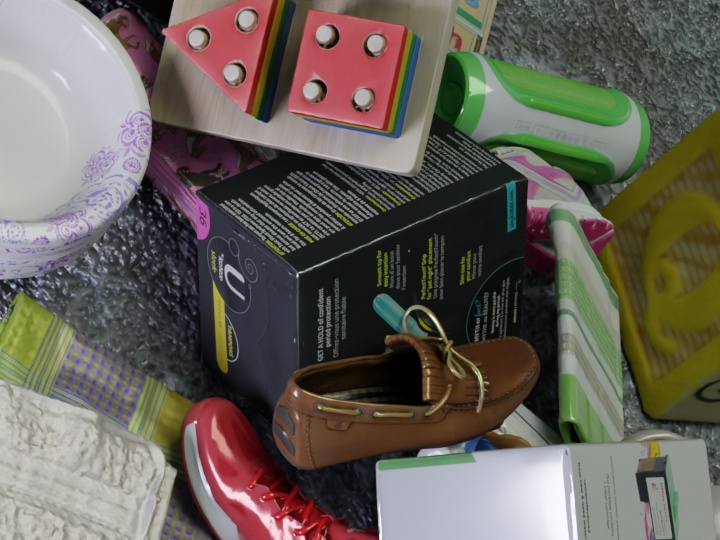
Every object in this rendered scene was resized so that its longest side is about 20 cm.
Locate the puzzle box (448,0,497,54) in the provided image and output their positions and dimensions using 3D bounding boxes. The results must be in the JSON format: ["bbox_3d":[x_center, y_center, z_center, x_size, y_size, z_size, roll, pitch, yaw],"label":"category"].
[{"bbox_3d":[0.025,-0.245,1.880,0.199,0.025,0.134,31,45,-17],"label":"puzzle box"}]

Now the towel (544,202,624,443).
[{"bbox_3d":[0.173,0.068,1.722,0.149,0.030,0.201,56,29,-48],"label":"towel"}]

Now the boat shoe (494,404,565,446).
[{"bbox_3d":[0.073,0.116,1.631,0.200,0.071,0.070,41,40,-17],"label":"boat shoe"}]

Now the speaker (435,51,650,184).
[{"bbox_3d":[0.145,-0.126,1.845,0.199,0.088,0.089,11,54,-34],"label":"speaker"}]

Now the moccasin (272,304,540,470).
[{"bbox_3d":[0.034,0.073,1.470,0.200,0.078,0.074,-7,39,-26],"label":"moccasin"}]

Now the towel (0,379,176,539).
[{"bbox_3d":[-0.215,0.142,1.383,0.199,0.034,0.134,22,62,-21],"label":"towel"}]

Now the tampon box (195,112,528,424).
[{"bbox_3d":[0.000,0.000,1.533,0.199,0.151,0.126,-23,41,-30],"label":"tampon box"}]

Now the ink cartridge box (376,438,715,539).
[{"bbox_3d":[0.124,0.156,1.432,0.199,0.144,0.085,5,79,-56],"label":"ink cartridge box"}]

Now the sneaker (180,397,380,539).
[{"bbox_3d":[-0.033,0.162,1.454,0.078,0.115,0.201,-30,92,-53],"label":"sneaker"}]

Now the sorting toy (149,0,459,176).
[{"bbox_3d":[-0.039,-0.184,1.490,0.070,0.197,0.202,20,83,-73],"label":"sorting toy"}]

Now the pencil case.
[{"bbox_3d":[-0.135,-0.096,1.596,0.083,0.087,0.200,-42,89,-9],"label":"pencil case"}]

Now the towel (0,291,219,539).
[{"bbox_3d":[-0.169,0.114,1.469,0.199,0.023,0.144,34,45,-14],"label":"towel"}]

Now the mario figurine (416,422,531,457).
[{"bbox_3d":[0.070,0.188,1.520,0.123,0.106,0.201,31,61,-8],"label":"mario figurine"}]

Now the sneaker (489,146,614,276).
[{"bbox_3d":[0.109,-0.055,1.774,0.199,0.081,0.089,14,36,-42],"label":"sneaker"}]

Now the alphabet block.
[{"bbox_3d":[0.339,0.003,1.832,0.199,0.195,0.198,7,54,-36],"label":"alphabet block"}]

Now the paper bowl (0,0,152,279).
[{"bbox_3d":[-0.248,-0.090,1.481,0.199,0.104,0.202,12,62,-24],"label":"paper bowl"}]

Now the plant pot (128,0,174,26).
[{"bbox_3d":[-0.071,-0.268,1.658,0.199,0.178,0.200,29,19,-18],"label":"plant pot"}]

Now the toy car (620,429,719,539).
[{"bbox_3d":[0.224,0.228,1.614,0.201,0.149,0.175,61,-5,-21],"label":"toy car"}]
